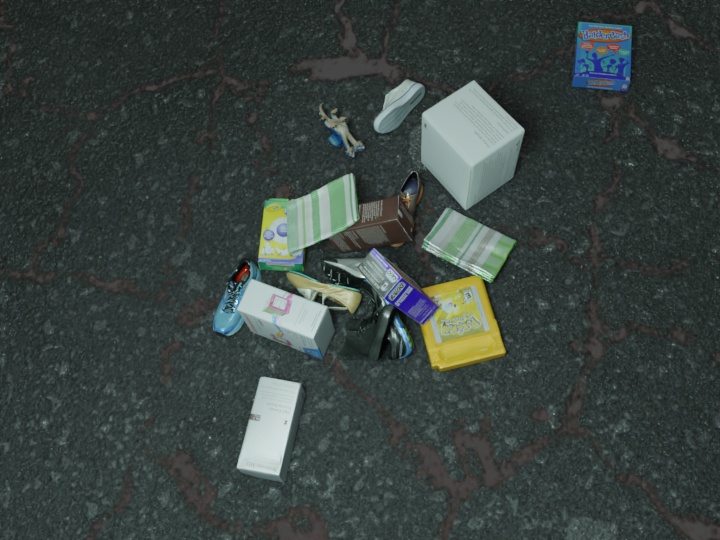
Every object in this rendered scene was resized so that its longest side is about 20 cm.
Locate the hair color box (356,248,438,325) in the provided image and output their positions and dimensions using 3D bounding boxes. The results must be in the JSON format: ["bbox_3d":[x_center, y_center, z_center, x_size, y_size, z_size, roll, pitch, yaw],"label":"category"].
[{"bbox_3d":[0.086,0.039,1.499,0.065,0.199,0.109,-48,54,7],"label":"hair color box"}]

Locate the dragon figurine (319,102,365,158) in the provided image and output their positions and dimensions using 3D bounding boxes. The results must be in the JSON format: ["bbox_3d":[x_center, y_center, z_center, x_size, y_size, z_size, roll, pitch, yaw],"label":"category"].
[{"bbox_3d":[-0.062,-0.377,1.826,0.058,0.100,0.200,-36,46,-11],"label":"dragon figurine"}]

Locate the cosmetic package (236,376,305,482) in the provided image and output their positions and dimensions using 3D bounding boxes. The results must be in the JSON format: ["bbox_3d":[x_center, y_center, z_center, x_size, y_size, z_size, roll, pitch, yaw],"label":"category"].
[{"bbox_3d":[-0.192,0.345,1.471,0.099,0.074,0.204,6,63,10],"label":"cosmetic package"}]

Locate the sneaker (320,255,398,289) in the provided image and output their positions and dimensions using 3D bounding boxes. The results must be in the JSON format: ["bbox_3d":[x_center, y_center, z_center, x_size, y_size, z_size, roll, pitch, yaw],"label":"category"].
[{"bbox_3d":[0.000,0.000,1.631,0.195,0.075,0.081,12,55,5],"label":"sneaker"}]

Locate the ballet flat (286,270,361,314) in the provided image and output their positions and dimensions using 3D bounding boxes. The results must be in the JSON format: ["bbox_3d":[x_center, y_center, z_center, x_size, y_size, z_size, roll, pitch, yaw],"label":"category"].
[{"bbox_3d":[-0.095,0.054,1.612,0.195,0.069,0.064,15,79,14],"label":"ballet flat"}]

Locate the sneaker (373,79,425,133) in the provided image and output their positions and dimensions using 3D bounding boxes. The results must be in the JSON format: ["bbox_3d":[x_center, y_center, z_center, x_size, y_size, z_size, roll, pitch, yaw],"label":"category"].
[{"bbox_3d":[0.093,-0.449,1.847,0.070,0.074,0.200,31,61,29],"label":"sneaker"}]

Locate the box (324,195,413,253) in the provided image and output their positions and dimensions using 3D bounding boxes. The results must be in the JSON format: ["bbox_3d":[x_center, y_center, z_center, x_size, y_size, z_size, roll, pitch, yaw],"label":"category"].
[{"bbox_3d":[0.020,-0.109,1.626,0.195,0.100,0.077,-8,59,24],"label":"box"}]

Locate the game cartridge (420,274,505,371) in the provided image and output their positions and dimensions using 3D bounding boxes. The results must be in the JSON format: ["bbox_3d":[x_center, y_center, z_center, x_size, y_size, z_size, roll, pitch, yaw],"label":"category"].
[{"bbox_3d":[0.226,0.121,1.561,0.172,0.033,0.204,-13,61,-1],"label":"game cartridge"}]

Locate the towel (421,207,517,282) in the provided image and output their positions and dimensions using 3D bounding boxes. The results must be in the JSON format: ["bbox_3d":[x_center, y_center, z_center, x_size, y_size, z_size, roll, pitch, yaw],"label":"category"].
[{"bbox_3d":[0.264,-0.069,1.637,0.197,0.031,0.150,27,58,19],"label":"towel"}]

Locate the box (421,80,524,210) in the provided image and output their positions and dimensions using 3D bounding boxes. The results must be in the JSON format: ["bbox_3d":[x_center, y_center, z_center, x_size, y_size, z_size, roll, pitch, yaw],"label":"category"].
[{"bbox_3d":[0.272,-0.308,1.677,0.170,0.201,0.200,-33,65,-13],"label":"box"}]

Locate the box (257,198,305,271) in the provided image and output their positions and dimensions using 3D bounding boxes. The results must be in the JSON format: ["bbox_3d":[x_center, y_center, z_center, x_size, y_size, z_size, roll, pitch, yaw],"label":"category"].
[{"bbox_3d":[-0.191,-0.100,1.704,0.114,0.049,0.204,2,62,0],"label":"box"}]

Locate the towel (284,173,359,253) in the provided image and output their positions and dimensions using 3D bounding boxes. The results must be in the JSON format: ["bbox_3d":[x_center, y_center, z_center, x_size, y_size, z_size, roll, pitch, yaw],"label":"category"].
[{"bbox_3d":[-0.095,-0.140,1.632,0.196,0.023,0.156,-21,55,20],"label":"towel"}]

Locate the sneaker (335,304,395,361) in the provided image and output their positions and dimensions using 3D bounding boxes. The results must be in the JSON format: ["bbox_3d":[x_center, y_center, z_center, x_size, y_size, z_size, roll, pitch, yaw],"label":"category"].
[{"bbox_3d":[0.009,0.134,1.489,0.102,0.202,0.060,26,46,13],"label":"sneaker"}]

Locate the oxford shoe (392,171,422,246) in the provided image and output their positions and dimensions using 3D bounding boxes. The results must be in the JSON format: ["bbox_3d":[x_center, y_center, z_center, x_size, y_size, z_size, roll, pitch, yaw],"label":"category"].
[{"bbox_3d":[0.106,-0.157,1.689,0.070,0.073,0.204,12,65,11],"label":"oxford shoe"}]

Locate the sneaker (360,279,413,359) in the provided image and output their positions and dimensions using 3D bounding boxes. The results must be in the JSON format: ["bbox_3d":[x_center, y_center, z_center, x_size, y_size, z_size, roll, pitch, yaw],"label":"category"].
[{"bbox_3d":[0.049,0.112,1.550,0.081,0.071,0.203,-28,80,5],"label":"sneaker"}]

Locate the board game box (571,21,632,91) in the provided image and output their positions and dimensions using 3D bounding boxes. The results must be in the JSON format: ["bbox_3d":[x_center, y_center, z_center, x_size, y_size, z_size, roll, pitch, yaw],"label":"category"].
[{"bbox_3d":[0.668,-0.593,1.865,0.148,0.045,0.204,7,64,10],"label":"board game box"}]

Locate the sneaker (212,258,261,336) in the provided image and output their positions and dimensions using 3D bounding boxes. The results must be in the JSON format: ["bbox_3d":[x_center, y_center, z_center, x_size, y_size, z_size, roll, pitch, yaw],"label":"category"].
[{"bbox_3d":[-0.307,0.058,1.616,0.076,0.090,0.204,13,65,12],"label":"sneaker"}]

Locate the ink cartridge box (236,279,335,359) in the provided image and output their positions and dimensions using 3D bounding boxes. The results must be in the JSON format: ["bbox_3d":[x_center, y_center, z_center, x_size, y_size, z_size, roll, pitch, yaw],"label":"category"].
[{"bbox_3d":[-0.168,0.112,1.543,0.196,0.145,0.086,20,68,15],"label":"ink cartridge box"}]
